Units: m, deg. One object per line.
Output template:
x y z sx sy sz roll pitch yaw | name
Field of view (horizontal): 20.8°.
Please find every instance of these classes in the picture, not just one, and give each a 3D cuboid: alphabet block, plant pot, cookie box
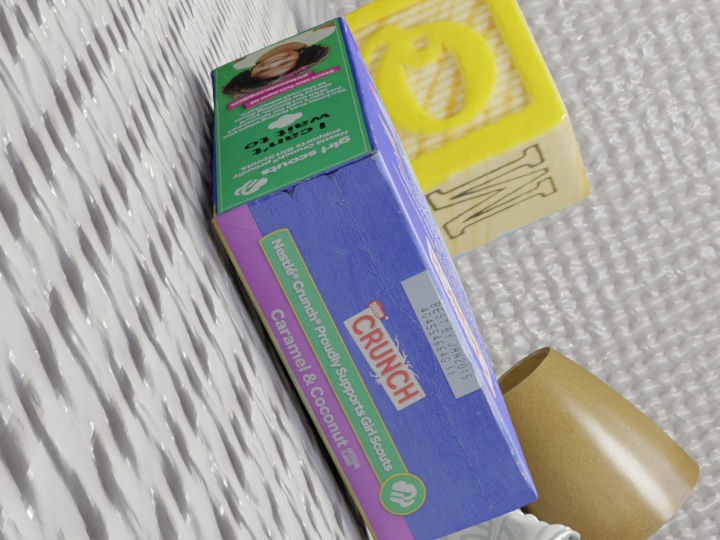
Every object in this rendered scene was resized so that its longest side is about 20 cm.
0.084 -0.142 1.827 0.200 0.195 0.197 54 11 -69 | alphabet block
0.223 0.188 2.061 0.200 0.186 0.186 50 7 -7 | plant pot
0.000 0.000 0.860 0.200 0.075 0.172 -103 169 -68 | cookie box

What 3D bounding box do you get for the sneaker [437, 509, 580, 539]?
0.068 0.143 0.912 0.076 0.081 0.200 63 4 -16 | sneaker
